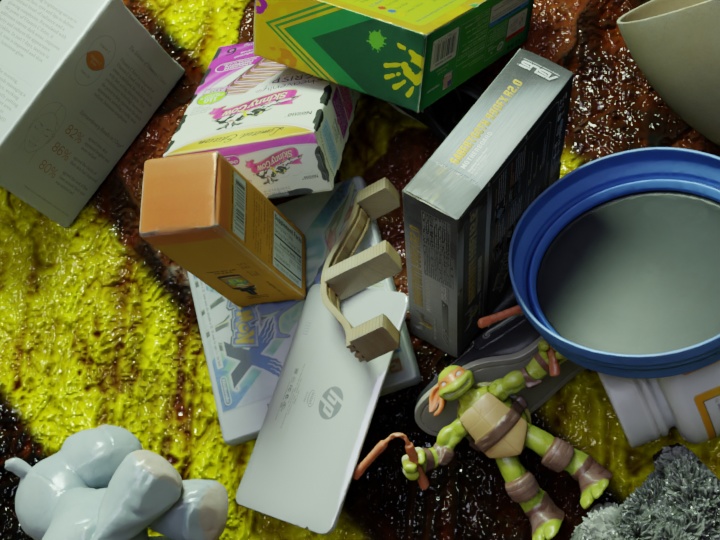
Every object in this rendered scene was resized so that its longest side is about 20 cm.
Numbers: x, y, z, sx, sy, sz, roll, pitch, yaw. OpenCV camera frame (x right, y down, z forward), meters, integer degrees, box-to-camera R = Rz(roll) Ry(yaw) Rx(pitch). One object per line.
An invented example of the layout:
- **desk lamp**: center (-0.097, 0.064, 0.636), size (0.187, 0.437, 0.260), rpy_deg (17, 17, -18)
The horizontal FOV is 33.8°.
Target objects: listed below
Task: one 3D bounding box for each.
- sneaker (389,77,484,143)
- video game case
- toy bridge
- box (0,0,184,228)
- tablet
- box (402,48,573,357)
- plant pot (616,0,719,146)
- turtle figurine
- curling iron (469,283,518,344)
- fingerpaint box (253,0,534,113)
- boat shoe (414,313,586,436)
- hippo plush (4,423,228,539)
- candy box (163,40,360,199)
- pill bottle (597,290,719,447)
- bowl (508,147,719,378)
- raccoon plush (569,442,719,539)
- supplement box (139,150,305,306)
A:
- **sneaker**: center (0.073, -0.158, 1.044), size (0.072, 0.083, 0.200), rpy_deg (-44, 65, -1)
- **video game case**: center (-0.057, 0.034, 1.055), size (0.182, 0.022, 0.200), rpy_deg (-20, 67, 10)
- **toy bridge**: center (0.000, 0.000, 0.977), size (0.067, 0.027, 0.200), rpy_deg (-27, 34, 22)
- **box**: center (-0.291, -0.168, 1.125), size (0.106, 0.152, 0.200), rpy_deg (33, 84, 25)
- **tablet**: center (-0.033, 0.108, 0.972), size (0.130, 0.014, 0.200), rpy_deg (5, 72, 50)
- **box**: center (0.097, -0.046, 0.914), size (0.048, 0.200, 0.158), rpy_deg (30, 65, 21)
- **plant pot**: center (0.320, -0.169, 0.931), size (0.200, 0.200, 0.135), rpy_deg (-20, 102, 10)
- **turtle figurine**: center (0.105, 0.134, 0.924), size (0.200, 0.064, 0.161), rpy_deg (-43, 88, 4)
- **curling iron**: center (0.162, 0.005, 0.992), size (0.200, 0.026, 0.050), rpy_deg (-33, 68, 5)
- **fingerpaint box**: center (0.033, -0.222, 1.023), size (0.167, 0.073, 0.200), rpy_deg (23, 38, 24)
- **boat shoe**: center (0.130, 0.068, 0.971), size (0.200, 0.073, 0.063), rpy_deg (-33, 30, 13)
- **hippo plush**: center (-0.218, 0.222, 1.000), size (0.200, 0.159, 0.161), rpy_deg (-40, 33, -15)
- **candy box**: center (-0.079, -0.139, 1.044), size (0.136, 0.061, 0.200), rpy_deg (-8, 36, 15)
- **pill bottle**: center (0.281, 0.060, 0.891), size (0.200, 0.109, 0.109), rpy_deg (-24, 67, 8)
- **bowl**: center (0.210, -0.007, 0.869), size (0.200, 0.039, 0.201), rpy_deg (-11, 47, 12)
- **raccoon plush**: center (0.215, 0.206, 0.833), size (0.134, 0.200, 0.097), rpy_deg (-41, 98, 2)
- **supplement box**: center (-0.106, -0.028, 0.969), size (0.066, 0.200, 0.069), rpy_deg (-6, 69, 15)
